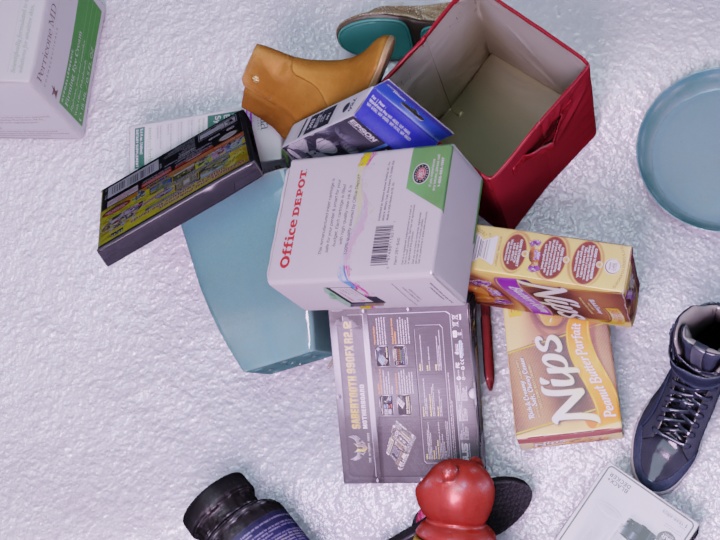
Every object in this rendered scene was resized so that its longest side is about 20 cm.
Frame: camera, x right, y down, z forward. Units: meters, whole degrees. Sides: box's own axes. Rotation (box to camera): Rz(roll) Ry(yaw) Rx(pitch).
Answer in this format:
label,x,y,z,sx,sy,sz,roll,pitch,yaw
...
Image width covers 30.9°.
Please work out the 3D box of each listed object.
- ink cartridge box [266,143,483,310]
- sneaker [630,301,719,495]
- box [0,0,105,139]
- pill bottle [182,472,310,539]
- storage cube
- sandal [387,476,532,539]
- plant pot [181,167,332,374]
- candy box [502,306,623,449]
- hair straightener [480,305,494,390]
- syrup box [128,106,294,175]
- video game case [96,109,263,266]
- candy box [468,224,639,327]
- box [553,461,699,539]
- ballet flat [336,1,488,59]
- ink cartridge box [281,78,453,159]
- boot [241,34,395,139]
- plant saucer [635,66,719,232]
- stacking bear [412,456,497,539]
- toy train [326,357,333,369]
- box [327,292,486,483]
label,x,y,z,sx,sy,sz,roll,pitch,yaw
ink cartridge box,0.015,-0.041,1.353,0.198,0.084,0.147,-3,65,30
sneaker,0.334,0.128,1.345,0.076,0.146,0.204,23,80,18
box,-0.457,-0.291,1.665,0.197,0.171,0.202,2,72,14
pill bottle,-0.101,0.320,1.403,0.112,0.112,0.200,-41,67,-2
storage cube,0.148,-0.177,1.474,0.199,0.180,0.171,39,84,21
sandal,0.090,0.269,1.400,0.199,0.075,0.045,-31,32,10
plant pot,-0.102,0.010,1.490,0.140,0.141,0.203,-17,79,14
candy box,0.220,0.088,1.433,0.114,0.055,0.203,-8,70,12
hair straightener,0.111,0.040,1.484,0.076,0.041,0.203,-5,71,12
syrup box,-0.178,-0.142,1.595,0.197,0.081,0.080,-8,70,13
video game case,-0.206,-0.097,1.470,0.198,0.026,0.181,-29,26,4
candy box,0.190,0.005,1.376,0.197,0.117,0.057,7,72,19
box,0.248,0.315,1.347,0.116,0.060,0.201,32,81,21
ballet flat,0.070,-0.301,1.607,0.197,0.071,0.066,3,45,12
ink cartridge box,0.004,-0.140,1.407,0.099,0.199,0.040,36,64,-21
boot,-0.056,-0.218,1.463,0.143,0.202,0.071,32,46,-2
plant saucer,0.413,-0.134,1.477,0.197,0.027,0.203,-4,71,13
stacking bear,0.093,0.290,1.317,0.113,0.121,0.203,5,93,40
toy train,0.000,0.000,1.460,0.200,0.116,0.084,-47,26,-16
box,0.052,0.130,1.417,0.156,0.048,0.203,-3,100,14
